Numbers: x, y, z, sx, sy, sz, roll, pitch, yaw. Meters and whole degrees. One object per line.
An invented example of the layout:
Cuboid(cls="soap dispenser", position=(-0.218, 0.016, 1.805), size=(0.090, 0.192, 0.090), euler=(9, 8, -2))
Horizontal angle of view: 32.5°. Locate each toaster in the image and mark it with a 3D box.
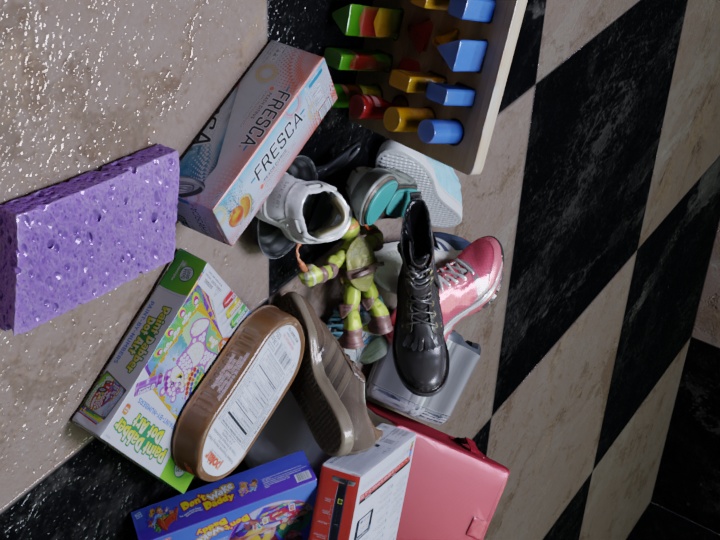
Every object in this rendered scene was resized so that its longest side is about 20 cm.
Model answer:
Cuboid(cls="toaster", position=(0.085, 0.135, 1.715), size=(0.130, 0.113, 0.200), euler=(-67, 157, -3))

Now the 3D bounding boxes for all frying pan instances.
Cuboid(cls="frying pan", position=(-0.065, -0.100, 1.339), size=(0.191, 0.031, 0.115), euler=(-60, 155, -22))

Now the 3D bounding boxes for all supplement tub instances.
Cuboid(cls="supplement tub", position=(-0.057, 0.212, 1.498), size=(0.123, 0.122, 0.200), euler=(-63, 153, -8))

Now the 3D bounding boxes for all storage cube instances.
Cuboid(cls="storage cube", position=(0.064, 0.300, 1.664), size=(0.201, 0.179, 0.171), euler=(-66, -162, -1))

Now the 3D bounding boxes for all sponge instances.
Cuboid(cls="sponge", position=(-0.233, -0.030, 1.074), size=(0.200, 0.030, 0.112), euler=(-31, 136, -50))

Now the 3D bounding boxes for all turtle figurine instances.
Cuboid(cls="turtle figurine", position=(0.000, 0.000, 1.456), size=(0.200, 0.064, 0.163), euler=(-35, 120, -54))

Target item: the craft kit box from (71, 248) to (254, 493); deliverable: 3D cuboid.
Cuboid(cls="craft kit box", position=(-0.184, 0.108, 1.266), size=(0.198, 0.048, 0.200), euler=(-58, 153, -13))

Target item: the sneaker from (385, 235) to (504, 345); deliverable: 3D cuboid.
Cuboid(cls="sneaker", position=(0.108, 0.029, 1.579), size=(0.200, 0.074, 0.087), euler=(-49, 137, -5))

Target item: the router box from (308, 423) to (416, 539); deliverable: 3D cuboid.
Cuboid(cls="router box", position=(-0.002, 0.289, 1.428), size=(0.200, 0.048, 0.181), euler=(-17, 119, -69))

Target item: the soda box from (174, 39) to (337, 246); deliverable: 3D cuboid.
Cuboid(cls="soda box", position=(-0.105, -0.126, 1.199), size=(0.201, 0.068, 0.064), euler=(-57, 152, -22))

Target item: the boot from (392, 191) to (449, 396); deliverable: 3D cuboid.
Cuboid(cls="boot", position=(0.066, 0.031, 1.447), size=(0.174, 0.068, 0.202), euler=(83, 2, -66))

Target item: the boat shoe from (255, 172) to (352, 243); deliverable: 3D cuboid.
Cuboid(cls="boat shoe", position=(-0.045, -0.057, 1.301), size=(0.200, 0.069, 0.071), euler=(12, 98, -68))

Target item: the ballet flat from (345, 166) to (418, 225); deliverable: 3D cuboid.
Cuboid(cls="ballet flat", position=(0.014, -0.090, 1.408), size=(0.068, 0.063, 0.200), euler=(-58, 168, 11))

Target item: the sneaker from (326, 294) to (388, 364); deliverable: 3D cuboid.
Cuboid(cls="sneaker", position=(-0.026, 0.081, 1.526), size=(0.200, 0.077, 0.087), euler=(-36, 135, -61))

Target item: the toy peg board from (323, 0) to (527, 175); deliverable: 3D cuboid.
Cuboid(cls="toy peg board", position=(0.050, -0.225, 1.294), size=(0.097, 0.199, 0.202), euler=(-6, 117, -43))

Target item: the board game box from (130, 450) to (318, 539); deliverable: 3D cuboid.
Cuboid(cls="board game box", position=(-0.142, 0.289, 1.367), size=(0.198, 0.045, 0.135), euler=(-18, 136, -13))

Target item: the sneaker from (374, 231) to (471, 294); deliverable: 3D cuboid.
Cuboid(cls="sneaker", position=(0.077, -0.017, 1.647), size=(0.199, 0.085, 0.075), euler=(6, 118, -38))

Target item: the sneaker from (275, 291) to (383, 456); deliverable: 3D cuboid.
Cuboid(cls="sneaker", position=(-0.039, 0.117, 1.401), size=(0.075, 0.201, 0.070), euler=(1, 150, -44))

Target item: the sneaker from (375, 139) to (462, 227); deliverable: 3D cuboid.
Cuboid(cls="sneaker", position=(0.072, -0.128, 1.561), size=(0.200, 0.073, 0.083), euler=(46, 39, -57))

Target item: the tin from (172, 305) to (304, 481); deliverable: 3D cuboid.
Cuboid(cls="tin", position=(-0.126, 0.130, 1.308), size=(0.201, 0.042, 0.112), euler=(-57, 148, -19))
